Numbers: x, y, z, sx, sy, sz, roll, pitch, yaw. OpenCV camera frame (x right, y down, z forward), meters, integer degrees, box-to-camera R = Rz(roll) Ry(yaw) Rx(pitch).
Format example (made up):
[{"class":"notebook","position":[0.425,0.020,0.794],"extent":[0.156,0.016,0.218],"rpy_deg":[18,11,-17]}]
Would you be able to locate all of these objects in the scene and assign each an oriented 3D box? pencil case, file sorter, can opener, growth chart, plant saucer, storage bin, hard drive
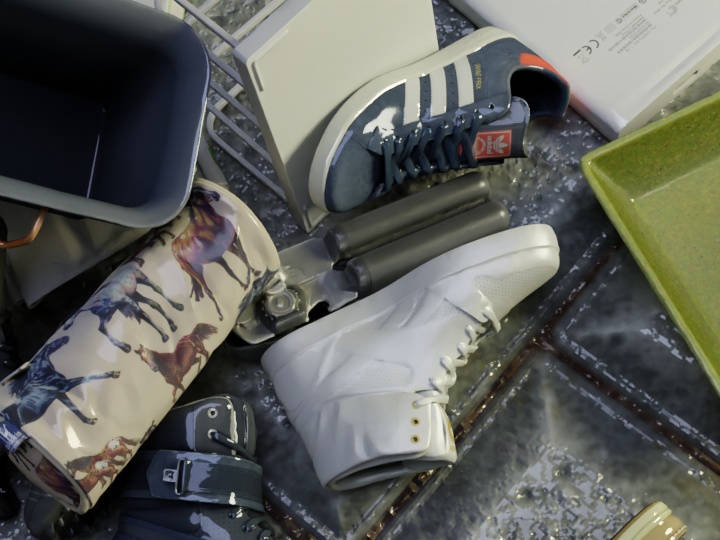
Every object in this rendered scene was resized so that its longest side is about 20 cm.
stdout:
[{"class":"pencil case","position":[-0.132,0.037,0.816],"extent":[0.089,0.078,0.200],"rpy_deg":[42,70,-10]},{"class":"file sorter","position":[-0.043,-0.151,0.899],"extent":[0.139,0.200,0.124],"rpy_deg":[-44,65,-13]},{"class":"can opener","position":[0.000,0.000,0.909],"extent":[0.199,0.067,0.053],"rpy_deg":[-22,62,-18]},{"class":"growth chart","position":[-0.184,-0.046,0.931],"extent":[0.199,0.018,0.145],"rpy_deg":[-28,50,6]},{"class":"plant saucer","position":[0.268,-0.023,0.879],"extent":[0.199,0.048,0.200],"rpy_deg":[-25,64,-4]},{"class":"storage bin","position":[-0.207,-0.083,0.811],"extent":[0.199,0.134,0.146],"rpy_deg":[13,78,-24]},{"class":"hard drive","position":[0.155,-0.193,0.987],"extent":[0.132,0.026,0.200],"rpy_deg":[-40,66,-11]}]

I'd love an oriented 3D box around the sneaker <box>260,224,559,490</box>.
[{"class":"sneaker","position":[0.050,0.061,0.861],"extent":[0.199,0.074,0.116],"rpy_deg":[-28,65,5]}]

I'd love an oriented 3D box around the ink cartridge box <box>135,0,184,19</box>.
[{"class":"ink cartridge box","position":[-0.206,-0.140,1.001],"extent":[0.145,0.048,0.201],"rpy_deg":[1,63,8]}]

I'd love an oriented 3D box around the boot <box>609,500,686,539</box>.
[{"class":"boot","position":[0.162,0.241,0.755],"extent":[0.154,0.072,0.200],"rpy_deg":[30,77,20]}]

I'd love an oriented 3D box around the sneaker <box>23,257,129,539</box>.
[{"class":"sneaker","position":[-0.164,0.073,0.886],"extent":[0.090,0.067,0.201],"rpy_deg":[20,67,22]}]

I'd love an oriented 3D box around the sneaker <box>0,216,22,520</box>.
[{"class":"sneaker","position":[-0.234,0.062,0.871],"extent":[0.079,0.075,0.201],"rpy_deg":[13,102,2]}]

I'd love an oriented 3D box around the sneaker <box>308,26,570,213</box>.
[{"class":"sneaker","position":[0.057,-0.088,0.899],"extent":[0.084,0.075,0.200],"rpy_deg":[35,57,29]}]

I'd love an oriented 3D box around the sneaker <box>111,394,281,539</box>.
[{"class":"sneaker","position":[-0.051,0.149,0.824],"extent":[0.201,0.077,0.147],"rpy_deg":[6,68,12]}]
